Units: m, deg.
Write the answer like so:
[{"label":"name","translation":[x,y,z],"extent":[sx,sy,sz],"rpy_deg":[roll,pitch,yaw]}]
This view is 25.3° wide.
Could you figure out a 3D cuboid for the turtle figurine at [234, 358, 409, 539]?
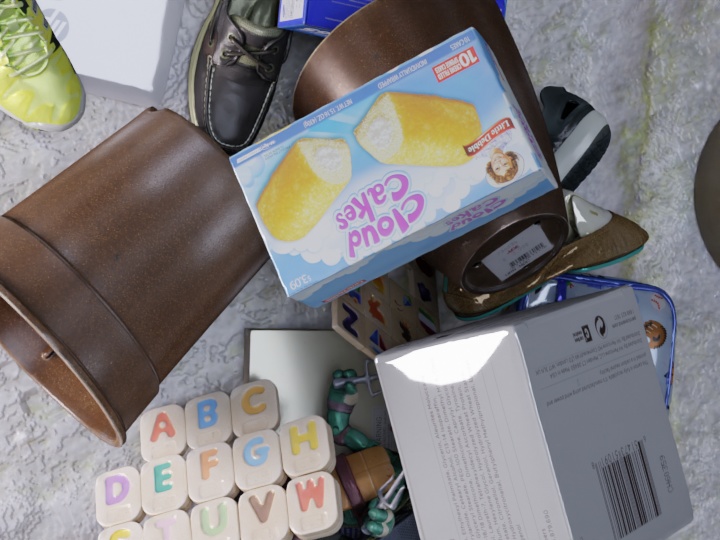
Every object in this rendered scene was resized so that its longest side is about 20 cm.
[{"label":"turtle figurine","translation":[-0.008,0.167,1.275],"extent":[0.200,0.150,0.101],"rpy_deg":[-26,136,-3]}]

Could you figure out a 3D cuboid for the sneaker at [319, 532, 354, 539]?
[{"label":"sneaker","translation":[0.004,0.311,1.317],"extent":[0.075,0.079,0.201],"rpy_deg":[-19,106,-11]}]

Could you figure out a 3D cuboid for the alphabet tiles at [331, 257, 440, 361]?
[{"label":"alphabet tiles","translation":[0.000,0.000,1.261],"extent":[0.008,0.167,0.200],"rpy_deg":[-31,128,27]}]

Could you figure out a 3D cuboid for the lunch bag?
[{"label":"lunch bag","translation":[0.184,0.103,1.379],"extent":[0.160,0.076,0.201],"rpy_deg":[8,89,-14]}]

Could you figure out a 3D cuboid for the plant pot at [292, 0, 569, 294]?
[{"label":"plant pot","translation":[0.073,-0.087,1.236],"extent":[0.186,0.187,0.200],"rpy_deg":[-22,60,-15]}]

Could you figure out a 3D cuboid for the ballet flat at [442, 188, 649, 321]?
[{"label":"ballet flat","translation":[0.151,-0.024,1.315],"extent":[0.200,0.068,0.073],"rpy_deg":[-20,109,-21]}]

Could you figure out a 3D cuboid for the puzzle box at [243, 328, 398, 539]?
[{"label":"puzzle box","translation":[-0.034,0.148,1.340],"extent":[0.133,0.025,0.201],"rpy_deg":[2,92,-17]}]

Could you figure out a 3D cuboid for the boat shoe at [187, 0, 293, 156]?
[{"label":"boat shoe","translation":[-0.091,-0.191,1.289],"extent":[0.072,0.066,0.201],"rpy_deg":[14,88,-17]}]

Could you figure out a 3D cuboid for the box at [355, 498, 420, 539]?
[{"label":"box","translation":[0.036,0.286,1.279],"extent":[0.200,0.051,0.158],"rpy_deg":[-27,93,-51]}]

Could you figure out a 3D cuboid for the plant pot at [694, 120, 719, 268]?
[{"label":"plant pot","translation":[0.416,-0.069,1.409],"extent":[0.200,0.134,0.201],"rpy_deg":[-1,92,-17]}]

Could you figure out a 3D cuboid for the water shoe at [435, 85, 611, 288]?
[{"label":"water shoe","translation":[0.125,-0.069,1.367],"extent":[0.200,0.072,0.079],"rpy_deg":[-45,69,-2]}]

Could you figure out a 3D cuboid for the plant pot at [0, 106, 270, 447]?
[{"label":"plant pot","translation":[-0.180,-0.007,1.213],"extent":[0.198,0.200,0.200],"rpy_deg":[-45,103,-18]}]

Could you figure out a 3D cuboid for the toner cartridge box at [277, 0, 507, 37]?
[{"label":"toner cartridge box","translation":[0.030,-0.227,1.305],"extent":[0.200,0.043,0.095],"rpy_deg":[7,91,-35]}]

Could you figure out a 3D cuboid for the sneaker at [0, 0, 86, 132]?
[{"label":"sneaker","translation":[-0.278,-0.191,1.215],"extent":[0.075,0.076,0.200],"rpy_deg":[-37,103,-13]}]

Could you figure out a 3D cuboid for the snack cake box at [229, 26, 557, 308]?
[{"label":"snack cake box","translation":[0.023,-0.069,1.133],"extent":[0.200,0.067,0.115],"rpy_deg":[-27,74,12]}]

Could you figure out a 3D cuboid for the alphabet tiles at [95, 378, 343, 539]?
[{"label":"alphabet tiles","translation":[-0.113,0.180,1.242],"extent":[0.199,0.015,0.196],"rpy_deg":[-16,55,12]}]

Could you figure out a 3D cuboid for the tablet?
[{"label":"tablet","translation":[-0.241,-0.214,1.272],"extent":[0.199,0.014,0.131],"rpy_deg":[13,89,-16]}]

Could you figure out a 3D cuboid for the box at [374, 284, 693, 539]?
[{"label":"box","translation":[0.136,0.131,1.222],"extent":[0.199,0.130,0.201],"rpy_deg":[-14,88,-55]}]
